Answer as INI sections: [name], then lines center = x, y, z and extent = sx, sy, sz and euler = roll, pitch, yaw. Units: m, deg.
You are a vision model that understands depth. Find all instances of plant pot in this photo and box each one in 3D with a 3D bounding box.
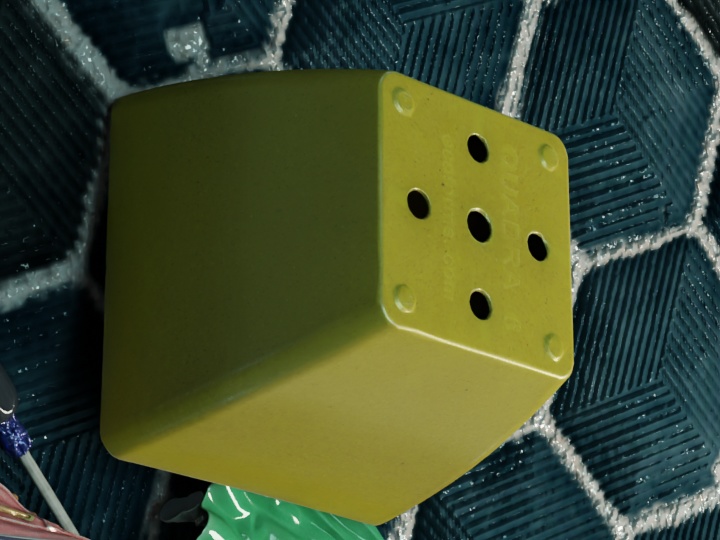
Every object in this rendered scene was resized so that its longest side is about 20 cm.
[plant pot]
center = 0.000, 0.000, 1.511
extent = 0.200, 0.176, 0.200
euler = 18, 62, -39

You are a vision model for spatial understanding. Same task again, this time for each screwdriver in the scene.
[screwdriver]
center = -0.162, 0.104, 1.489
extent = 0.028, 0.029, 0.200
euler = -46, 117, -33

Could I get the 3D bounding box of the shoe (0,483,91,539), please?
[shoe]
center = -0.180, 0.129, 1.443
extent = 0.200, 0.071, 0.091
euler = 19, 37, -53

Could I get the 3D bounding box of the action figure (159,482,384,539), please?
[action figure]
center = -0.024, 0.166, 1.600
extent = 0.200, 0.055, 0.118
euler = 44, 61, -32
